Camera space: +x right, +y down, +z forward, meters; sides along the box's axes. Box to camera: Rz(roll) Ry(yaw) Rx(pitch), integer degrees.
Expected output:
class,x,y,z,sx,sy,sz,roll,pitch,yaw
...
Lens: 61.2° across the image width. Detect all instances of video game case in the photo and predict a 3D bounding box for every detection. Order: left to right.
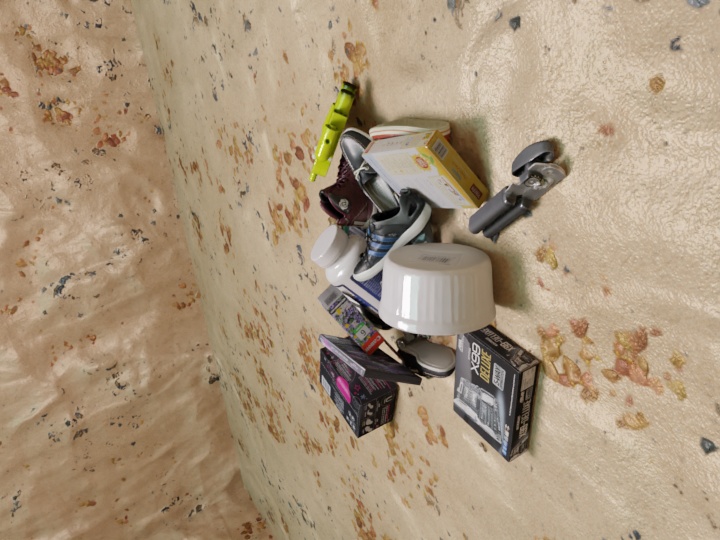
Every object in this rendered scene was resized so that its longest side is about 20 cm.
class,x,y,z,sx,sy,sz,roll,pitch,yaw
video game case,0.016,0.179,1.235,0.199,0.140,0.019,29,102,57

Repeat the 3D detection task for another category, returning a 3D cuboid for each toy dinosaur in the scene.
class,x,y,z,sx,sy,sz,roll,pitch,yaw
toy dinosaur,0.124,0.098,1.173,0.199,0.102,0.078,-29,93,50

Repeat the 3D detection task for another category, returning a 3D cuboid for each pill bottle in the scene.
class,x,y,z,sx,sy,sz,roll,pitch,yaw
pill bottle,0.000,0.000,1.215,0.199,0.112,0.110,37,164,-24

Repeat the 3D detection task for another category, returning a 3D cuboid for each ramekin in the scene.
class,x,y,z,sx,sy,sz,roll,pitch,yaw
ramekin,0.126,0.023,1.007,0.199,0.197,0.100,25,121,55

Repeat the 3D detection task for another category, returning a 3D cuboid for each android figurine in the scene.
class,x,y,z,sx,sy,sz,roll,pitch,yaw
android figurine,-0.060,-0.275,1.231,0.183,0.040,0.202,-85,18,-58

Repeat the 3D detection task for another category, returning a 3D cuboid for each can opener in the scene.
class,x,y,z,sx,sy,sz,roll,pitch,yaw
can opener,0.226,-0.117,0.899,0.200,0.052,0.068,135,145,-61

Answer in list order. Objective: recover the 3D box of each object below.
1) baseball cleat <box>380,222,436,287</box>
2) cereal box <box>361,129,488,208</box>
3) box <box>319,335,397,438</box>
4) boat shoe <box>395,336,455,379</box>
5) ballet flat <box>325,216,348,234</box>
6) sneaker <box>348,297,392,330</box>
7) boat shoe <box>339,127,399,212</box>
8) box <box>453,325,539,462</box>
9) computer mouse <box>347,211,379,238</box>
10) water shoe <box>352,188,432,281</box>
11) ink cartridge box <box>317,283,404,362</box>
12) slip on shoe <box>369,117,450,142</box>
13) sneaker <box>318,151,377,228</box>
class,x,y,z,sx,sy,sz,roll,pitch,yaw
baseball cleat,0.088,-0.014,1.141,0.069,0.104,0.205,30,129,57
cereal box,0.103,-0.163,1.019,0.144,0.040,0.199,43,165,-27
box,-0.008,0.284,1.515,0.200,0.113,0.134,49,147,39
boat shoe,0.132,0.185,1.228,0.199,0.073,0.062,16,121,62
ballet flat,-0.052,-0.050,1.346,0.071,0.064,0.203,53,-152,-38
sneaker,0.031,0.107,1.395,0.200,0.075,0.117,38,151,53
boat shoe,0.025,-0.178,1.142,0.200,0.060,0.076,47,137,0
box,0.232,0.206,1.073,0.157,0.049,0.204,39,139,48
computer mouse,0.022,-0.116,1.279,0.138,0.052,0.204,41,128,49
water shoe,0.040,-0.066,1.093,0.079,0.072,0.200,39,116,-13
ink cartridge box,-0.001,0.122,1.260,0.201,0.050,0.109,49,176,-17
slip on shoe,0.082,-0.230,1.065,0.198,0.073,0.063,23,130,51
sneaker,-0.034,-0.182,1.199,0.075,0.113,0.205,-25,74,57
